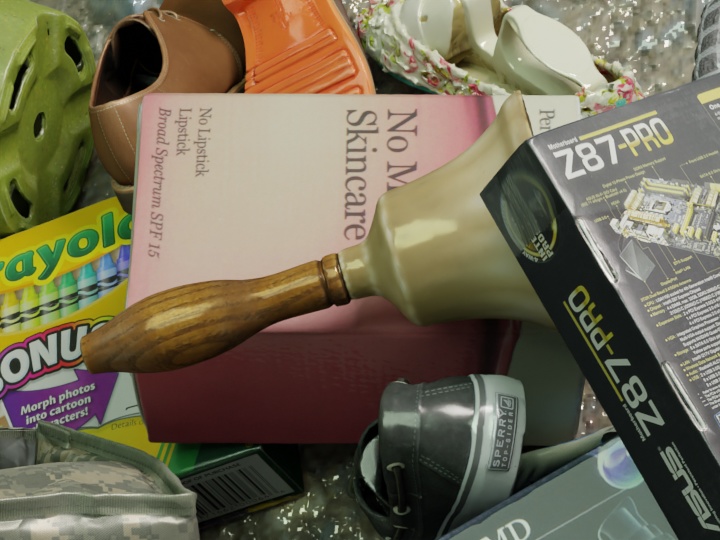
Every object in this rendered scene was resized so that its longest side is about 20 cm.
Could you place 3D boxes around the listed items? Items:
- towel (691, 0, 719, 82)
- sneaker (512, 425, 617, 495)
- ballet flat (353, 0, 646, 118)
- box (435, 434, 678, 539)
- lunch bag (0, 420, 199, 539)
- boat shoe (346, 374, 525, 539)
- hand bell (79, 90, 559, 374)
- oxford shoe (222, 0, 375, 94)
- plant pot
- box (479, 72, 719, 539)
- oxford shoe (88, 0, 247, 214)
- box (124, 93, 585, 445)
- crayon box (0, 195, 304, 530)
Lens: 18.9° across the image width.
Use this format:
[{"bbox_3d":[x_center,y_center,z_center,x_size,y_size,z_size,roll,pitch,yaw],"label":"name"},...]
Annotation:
[{"bbox_3d":[0.242,-0.053,0.939,0.199,0.086,0.166,-6,60,23],"label":"towel"},{"bbox_3d":[0.145,0.091,0.910,0.199,0.073,0.072,-14,55,17],"label":"sneaker"},{"bbox_3d":[0.071,-0.109,1.066,0.076,0.064,0.200,-35,48,-26],"label":"ballet flat"},{"bbox_3d":[0.113,0.175,0.816,0.148,0.107,0.200,-31,73,7],"label":"box"},{"bbox_3d":[-0.134,0.158,0.924,0.117,0.200,0.165,0,95,-17],"label":"lunch bag"},{"bbox_3d":[0.025,0.081,0.898,0.056,0.200,0.069,7,71,-4],"label":"boat shoe"},{"bbox_3d":[-0.017,0.005,0.871,0.199,0.104,0.104,-16,55,7],"label":"hand bell"},{"bbox_3d":[-0.022,-0.104,1.114,0.071,0.073,0.201,-19,76,17],"label":"oxford shoe"},{"bbox_3d":[-0.249,-0.088,1.158,0.189,0.200,0.201,10,66,17],"label":"plant pot"},{"bbox_3d":[0.166,0.000,0.806,0.200,0.049,0.162,-21,75,-32],"label":"box"},{"bbox_3d":[-0.098,-0.112,1.121,0.071,0.071,0.200,-19,29,16],"label":"oxford shoe"},{"bbox_3d":[0.000,0.000,0.971,0.199,0.109,0.128,0,59,1],"label":"box"},{"bbox_3d":[-0.137,0.056,1.078,0.199,0.058,0.173,-20,55,14],"label":"crayon box"}]
